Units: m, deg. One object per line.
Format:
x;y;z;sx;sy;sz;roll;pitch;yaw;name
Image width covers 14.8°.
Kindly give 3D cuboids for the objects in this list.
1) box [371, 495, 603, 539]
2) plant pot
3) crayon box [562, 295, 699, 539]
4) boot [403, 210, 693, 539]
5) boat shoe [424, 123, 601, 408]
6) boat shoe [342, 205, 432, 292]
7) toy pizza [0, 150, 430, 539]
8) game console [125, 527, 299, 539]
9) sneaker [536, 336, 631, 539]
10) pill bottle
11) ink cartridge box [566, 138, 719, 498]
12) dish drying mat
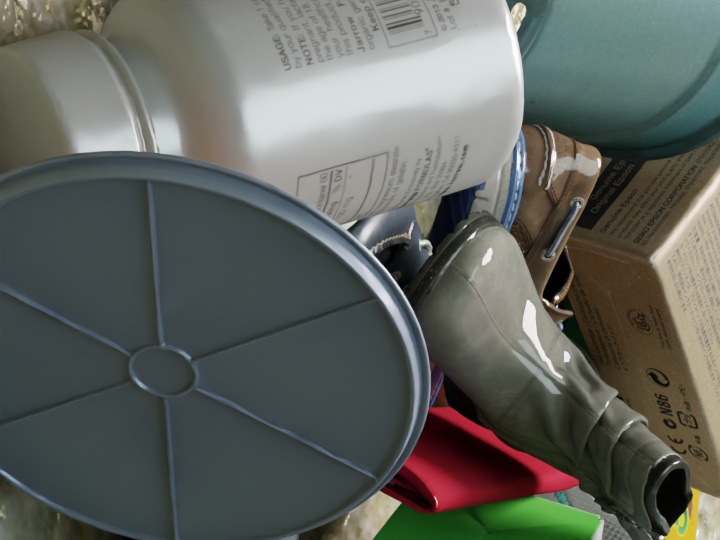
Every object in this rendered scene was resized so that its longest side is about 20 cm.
0.031;0.219;1.280;0.200;0.096;0.177;-47;149;-59;box
0.086;-0.151;1.351;0.196;0.200;0.201;-6;97;-53;plant pot
0.158;0.092;1.624;0.127;0.051;0.201;23;71;-60;crayon box
0.093;0.054;1.230;0.068;0.131;0.200;-49;156;-8;boot
0.067;0.008;1.343;0.200;0.072;0.072;109;-17;-52;boat shoe
0.000;0.000;1.246;0.062;0.075;0.200;61;1;1;boat shoe
-0.072;0.028;1.042;0.032;0.199;0.201;-78;153;-47;toy pizza
-0.040;0.120;1.195;0.118;0.170;0.201;12;79;-34;game console
0.104;0.122;1.474;0.080;0.070;0.201;86;-6;-54;sneaker
-0.045;-0.066;1.105;0.199;0.114;0.115;-17;108;-28;pill bottle
0.194;-0.002;1.511;0.165;0.075;0.200;-51;138;-27;ink cartridge box
0.041;0.087;1.293;0.018;0.077;0.200;-65;159;8;dish drying mat
